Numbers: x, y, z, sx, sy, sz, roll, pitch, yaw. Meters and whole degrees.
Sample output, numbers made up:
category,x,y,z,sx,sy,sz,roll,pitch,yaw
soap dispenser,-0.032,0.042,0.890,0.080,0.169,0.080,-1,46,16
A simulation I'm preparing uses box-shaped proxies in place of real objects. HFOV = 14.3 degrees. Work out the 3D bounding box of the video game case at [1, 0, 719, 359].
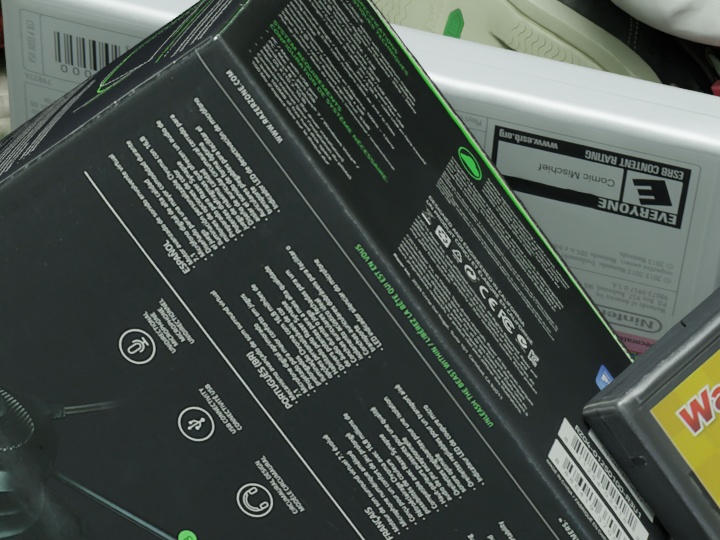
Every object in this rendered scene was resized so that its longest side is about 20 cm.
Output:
category,x,y,z,sx,sy,sz,roll,pitch,yaw
video game case,0.000,0.000,0.799,0.199,0.182,0.022,13,50,8

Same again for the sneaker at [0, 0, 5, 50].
category,x,y,z,sx,sy,sz,roll,pitch,yaw
sneaker,-0.157,-0.097,0.899,0.199,0.078,0.082,-18,68,-11

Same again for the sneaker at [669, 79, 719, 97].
category,x,y,z,sx,sy,sz,roll,pitch,yaw
sneaker,0.148,-0.052,0.842,0.080,0.075,0.200,-6,36,39

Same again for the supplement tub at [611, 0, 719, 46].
category,x,y,z,sx,sy,sz,roll,pitch,yaw
supplement tub,0.096,-0.169,0.826,0.132,0.132,0.200,-18,42,-1

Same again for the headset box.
category,x,y,z,sx,sy,sz,roll,pitch,yaw
headset box,-0.047,0.046,0.726,0.200,0.093,0.174,-33,101,24

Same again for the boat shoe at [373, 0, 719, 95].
category,x,y,z,sx,sy,sz,roll,pitch,yaw
boat shoe,0.036,-0.096,0.893,0.068,0.072,0.200,-22,59,-43

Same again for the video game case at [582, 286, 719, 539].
category,x,y,z,sx,sy,sz,roll,pitch,yaw
video game case,0.179,0.046,0.723,0.200,0.025,0.181,-39,97,-21
